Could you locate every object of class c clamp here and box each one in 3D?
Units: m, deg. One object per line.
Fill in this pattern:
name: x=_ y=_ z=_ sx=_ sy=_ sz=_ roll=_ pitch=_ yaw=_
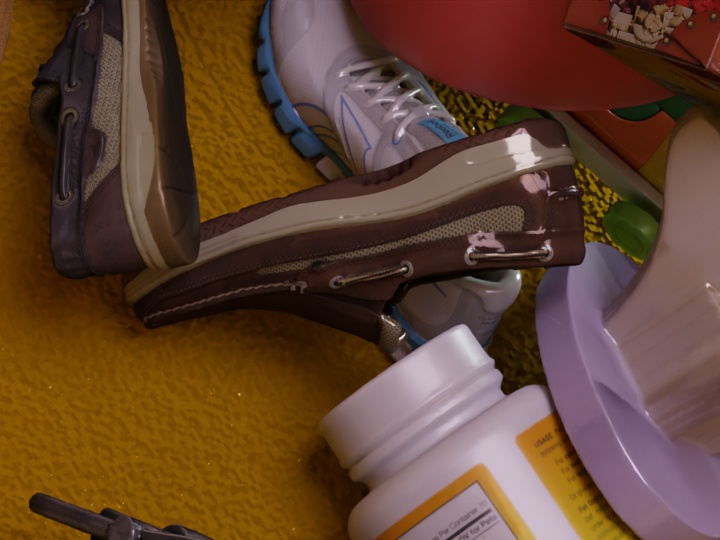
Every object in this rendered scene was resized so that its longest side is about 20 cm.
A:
c clamp: x=-0.042 y=0.125 z=1.152 sx=0.200 sy=0.170 sz=0.027 roll=28 pitch=78 yaw=-48

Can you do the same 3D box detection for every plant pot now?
plant pot: x=0.090 y=-0.198 z=1.301 sx=0.200 sy=0.178 sz=0.201 roll=1 pitch=42 yaw=0

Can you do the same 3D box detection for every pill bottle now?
pill bottle: x=0.069 y=0.126 z=1.252 sx=0.109 sy=0.109 sz=0.200 roll=-31 pitch=83 yaw=-33

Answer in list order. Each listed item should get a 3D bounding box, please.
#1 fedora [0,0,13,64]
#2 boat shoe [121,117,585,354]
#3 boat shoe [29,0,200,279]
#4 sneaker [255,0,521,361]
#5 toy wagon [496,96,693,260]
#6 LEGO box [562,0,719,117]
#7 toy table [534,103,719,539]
fedora: x=-0.243 y=-0.109 z=1.226 sx=0.200 sy=0.082 sz=0.201 roll=8 pitch=70 yaw=-21
boat shoe: x=-0.001 y=0.000 z=1.252 sx=0.202 sy=0.075 sz=0.075 roll=-18 pitch=85 yaw=13
boat shoe: x=-0.110 y=-0.074 z=1.263 sx=0.066 sy=0.072 sz=0.201 roll=-14 pitch=44 yaw=4
sneaker: x=0.022 y=-0.057 z=1.329 sx=0.075 sy=0.087 sz=0.201 roll=-19 pitch=75 yaw=-29
toy wagon: x=0.131 y=-0.108 z=1.409 sx=0.200 sy=0.040 sz=0.155 roll=41 pitch=71 yaw=-4
LEGO box: x=0.188 y=-0.133 z=1.245 sx=0.200 sy=0.077 sz=0.149 roll=22 pitch=90 yaw=-53
toy table: x=0.157 y=0.027 z=1.280 sx=0.184 sy=0.117 sz=0.200 roll=45 pitch=22 yaw=-26
